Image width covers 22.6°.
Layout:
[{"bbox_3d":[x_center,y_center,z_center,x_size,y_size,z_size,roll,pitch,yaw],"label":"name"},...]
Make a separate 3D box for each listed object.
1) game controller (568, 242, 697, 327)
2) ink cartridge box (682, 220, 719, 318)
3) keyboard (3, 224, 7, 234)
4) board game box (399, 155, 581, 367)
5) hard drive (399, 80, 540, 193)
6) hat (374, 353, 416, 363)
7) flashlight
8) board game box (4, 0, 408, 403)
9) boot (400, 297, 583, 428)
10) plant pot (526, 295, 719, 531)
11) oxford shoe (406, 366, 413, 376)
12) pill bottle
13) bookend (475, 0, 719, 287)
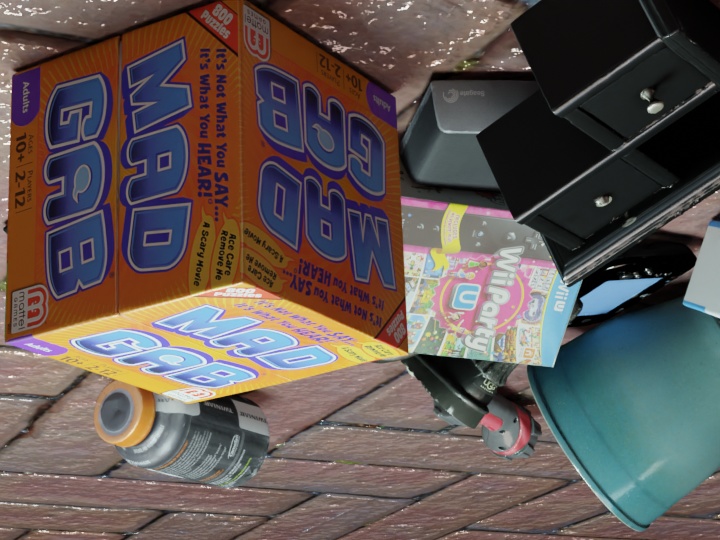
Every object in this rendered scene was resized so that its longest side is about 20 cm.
[{"bbox_3d":[0.229,0.018,1.691,0.104,0.042,0.200,6,159,-22],"label":"game controller"},{"bbox_3d":[0.394,0.028,1.531,0.200,0.086,0.146,16,-178,-5],"label":"ink cartridge box"},{"bbox_3d":[-0.237,0.004,1.598,0.104,0.040,0.200,-5,161,9],"label":"keyboard"},{"bbox_3d":[0.074,-0.007,1.441,0.200,0.064,0.148,6,123,-13],"label":"board game box"},{"bbox_3d":[0.138,-0.098,1.356,0.200,0.042,0.135,2,160,-11],"label":"hard drive"},{"bbox_3d":[0.000,0.000,1.559,0.200,0.081,0.201,3,148,2],"label":"hat"},{"bbox_3d":[0.141,0.168,2.062,0.068,0.068,0.200,-9,161,26],"label":"flashlight"},{"bbox_3d":[-0.105,-0.039,1.255,0.200,0.200,0.200,-14,157,29],"label":"board game box"},{"bbox_3d":[0.104,0.033,1.648,0.079,0.211,0.158,32,100,-39],"label":"boot"},{"bbox_3d":[0.295,0.119,1.755,0.188,0.200,0.200,-36,149,16],"label":"plant pot"},{"bbox_3d":[0.102,0.081,1.791,0.075,0.058,0.200,-44,179,-22],"label":"oxford shoe"},{"bbox_3d":[-0.199,0.172,1.969,0.106,0.106,0.200,-16,156,32],"label":"pill bottle"},{"bbox_3d":[0.155,-0.101,1.190,0.199,0.092,0.200,-34,148,21],"label":"bookend"}]
